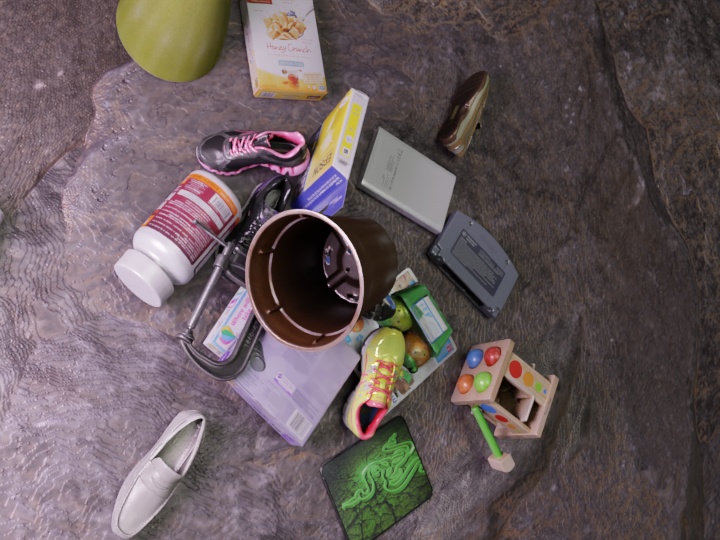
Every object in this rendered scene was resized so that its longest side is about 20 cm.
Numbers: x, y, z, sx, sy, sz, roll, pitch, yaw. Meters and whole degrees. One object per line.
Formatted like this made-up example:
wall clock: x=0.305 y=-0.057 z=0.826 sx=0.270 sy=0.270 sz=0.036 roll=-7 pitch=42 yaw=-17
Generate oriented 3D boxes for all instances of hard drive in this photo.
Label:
hard drive: x=0.095 y=-0.177 z=1.370 sx=0.197 sy=0.026 sz=0.135 roll=28 pitch=66 yaw=-23

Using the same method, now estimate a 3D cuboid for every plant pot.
plant pot: x=-0.041 y=0.000 z=1.063 sx=0.197 sy=0.197 sz=0.205 roll=-19 pitch=88 yaw=-62
plant pot: x=-0.280 y=-0.437 z=1.106 sx=0.183 sy=0.199 sz=0.193 roll=7 pitch=74 yaw=-28

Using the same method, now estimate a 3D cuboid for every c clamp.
c clamp: x=-0.214 y=0.053 z=1.032 sx=0.169 sy=0.027 sz=0.205 roll=31 pitch=63 yaw=-30

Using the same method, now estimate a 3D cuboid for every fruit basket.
fruit basket: x=0.068 y=0.126 z=1.248 sx=0.199 sy=0.093 sz=0.188 roll=-36 pitch=98 yaw=-27

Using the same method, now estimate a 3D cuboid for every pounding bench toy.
pounding bench toy: x=0.255 y=0.256 z=1.308 sx=0.155 sy=0.123 sz=0.203 roll=36 pitch=64 yaw=-18

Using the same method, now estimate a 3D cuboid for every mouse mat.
mouse mat: x=0.032 y=0.373 z=1.220 sx=0.197 sy=0.007 sz=0.165 roll=-24 pitch=92 yaw=-33

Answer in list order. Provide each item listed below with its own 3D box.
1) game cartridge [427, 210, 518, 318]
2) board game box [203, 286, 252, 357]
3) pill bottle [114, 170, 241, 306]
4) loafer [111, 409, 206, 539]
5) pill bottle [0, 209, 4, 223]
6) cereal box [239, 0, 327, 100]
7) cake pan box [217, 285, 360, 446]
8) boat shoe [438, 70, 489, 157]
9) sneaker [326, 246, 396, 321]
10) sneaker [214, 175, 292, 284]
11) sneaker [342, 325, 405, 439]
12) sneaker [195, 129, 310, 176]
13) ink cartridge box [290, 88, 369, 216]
game cartridge: x=0.235 y=-0.018 z=1.412 sx=0.200 sy=0.041 sz=0.134 roll=44 pitch=57 yaw=-15
board game box: x=-0.154 y=0.079 z=1.153 sx=0.134 sy=0.034 sz=0.202 roll=43 pitch=61 yaw=-22
pill bottle: x=-0.281 y=-0.050 z=1.071 sx=0.109 sy=0.109 sz=0.202 roll=43 pitch=61 yaw=-14
loafer: x=-0.292 y=0.295 z=1.009 sx=0.069 sy=0.069 sz=0.203 roll=37 pitch=63 yaw=-18
pill bottle: x=-0.561 y=-0.012 z=0.896 sx=0.112 sy=0.113 sz=0.204 roll=32 pitch=65 yaw=-20
cereal box: x=-0.143 y=-0.420 z=1.277 sx=0.141 sy=0.039 sz=0.206 roll=-6 pitch=82 yaw=-31
cake pan box: x=-0.111 y=0.152 z=1.120 sx=0.200 sy=0.052 sz=0.186 roll=47 pitch=62 yaw=-20
boat shoe: x=0.232 y=-0.330 z=1.470 sx=0.076 sy=0.071 sz=0.203 roll=41 pitch=68 yaw=-32
sneaker: x=0.000 y=0.000 z=1.217 sx=0.088 sy=0.079 sz=0.201 roll=-26 pitch=66 yaw=-38
sneaker: x=-0.177 y=-0.076 z=1.150 sx=0.075 sy=0.087 sz=0.204 roll=32 pitch=66 yaw=-21
sneaker: x=0.032 y=0.195 z=1.165 sx=0.076 sy=0.090 sz=0.205 roll=15 pitch=101 yaw=-15
sneaker: x=-0.179 y=-0.209 z=1.161 sx=0.194 sy=0.095 sz=0.082 roll=-2 pitch=81 yaw=-11
ink cartridge box: x=-0.061 y=-0.176 z=1.178 sx=0.046 sy=0.197 sz=0.205 roll=24 pitch=67 yaw=-19
